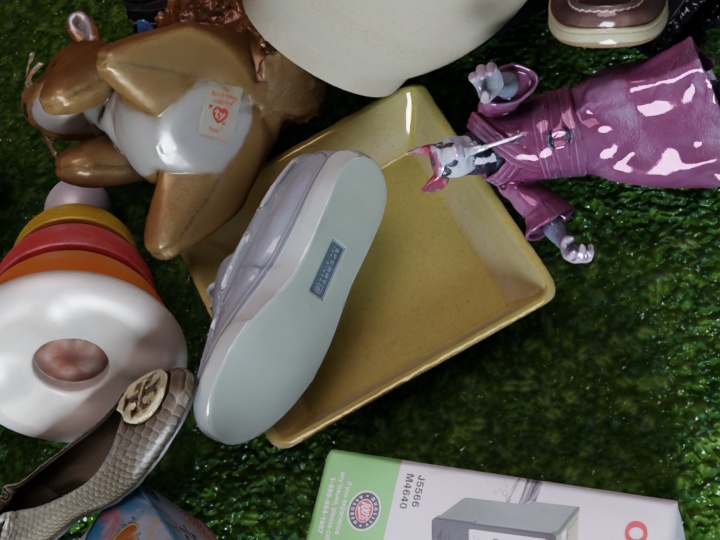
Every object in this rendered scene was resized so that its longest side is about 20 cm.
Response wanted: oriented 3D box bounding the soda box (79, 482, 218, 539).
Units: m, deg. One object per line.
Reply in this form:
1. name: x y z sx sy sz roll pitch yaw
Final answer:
1. soda box: -0.096 0.187 0.735 0.064 0.068 0.200 -52 27 -5

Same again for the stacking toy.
1. stacking toy: -0.190 0.002 0.909 0.146 0.146 0.200 -16 42 7

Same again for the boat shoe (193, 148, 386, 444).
1. boat shoe: -0.054 0.013 0.832 0.071 0.070 0.201 10 65 44

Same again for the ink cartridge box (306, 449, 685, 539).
1. ink cartridge box: 0.069 0.190 0.734 0.200 0.084 0.146 5 63 19

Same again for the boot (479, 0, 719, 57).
1. boot: 0.158 -0.191 0.933 0.162 0.073 0.198 39 78 26

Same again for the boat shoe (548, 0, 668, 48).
1. boat shoe: 0.153 -0.197 0.811 0.072 0.072 0.200 3 34 18

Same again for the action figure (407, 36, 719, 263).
1. action figure: 0.126 -0.092 0.821 0.200 0.134 0.149 -8 28 12

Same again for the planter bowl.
1. planter bowl: 0.007 -0.196 0.852 0.200 0.200 0.135 53 123 32

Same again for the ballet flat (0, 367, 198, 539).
1. ballet flat: -0.169 0.118 0.812 0.200 0.046 0.067 -40 22 31

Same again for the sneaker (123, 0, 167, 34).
1. sneaker: -0.141 -0.268 1.053 0.071 0.083 0.200 3 62 17

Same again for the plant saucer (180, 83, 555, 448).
1. plant saucer: 0.000 0.000 0.882 0.200 0.048 0.200 -29 57 -1

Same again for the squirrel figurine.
1. squirrel figurine: -0.133 -0.126 0.927 0.200 0.142 0.187 -35 31 -27
